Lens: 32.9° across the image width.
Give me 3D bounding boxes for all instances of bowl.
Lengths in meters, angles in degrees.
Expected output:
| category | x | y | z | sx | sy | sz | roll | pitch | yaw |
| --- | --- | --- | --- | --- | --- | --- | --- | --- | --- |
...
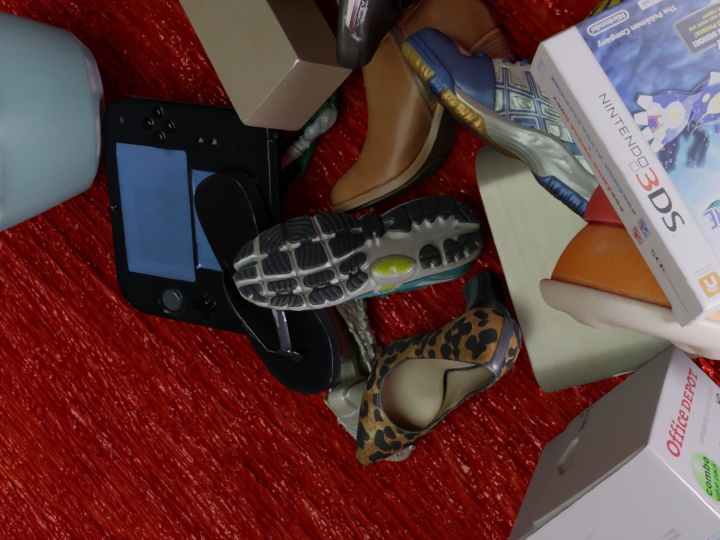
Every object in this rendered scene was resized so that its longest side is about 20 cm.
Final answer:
| category | x | y | z | sx | sy | sz | roll | pitch | yaw |
| --- | --- | --- | --- | --- | --- | --- | --- | --- | --- |
| bowl | -0.291 | -0.139 | 1.091 | 0.201 | 0.104 | 0.203 | 34 | 128 | 58 |

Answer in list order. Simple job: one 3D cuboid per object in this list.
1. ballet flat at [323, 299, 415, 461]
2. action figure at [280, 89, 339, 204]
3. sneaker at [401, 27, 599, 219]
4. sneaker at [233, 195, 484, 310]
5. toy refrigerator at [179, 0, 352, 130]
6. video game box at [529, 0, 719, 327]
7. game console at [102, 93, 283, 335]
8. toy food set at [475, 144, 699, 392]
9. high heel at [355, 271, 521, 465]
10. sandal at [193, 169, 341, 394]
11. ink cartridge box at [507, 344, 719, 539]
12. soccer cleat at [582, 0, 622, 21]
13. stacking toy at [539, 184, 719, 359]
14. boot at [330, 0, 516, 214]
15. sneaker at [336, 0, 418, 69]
| category | x | y | z | sx | sy | sz | roll | pitch | yaw |
| --- | --- | --- | --- | --- | --- | --- | --- | --- | --- |
| ballet flat | -0.016 | 0.080 | 1.048 | 0.071 | 0.072 | 0.201 | -17 | 96 | 33 |
| action figure | -0.080 | -0.113 | 1.034 | 0.118 | 0.055 | 0.200 | 50 | 121 | 4 |
| sneaker | 0.123 | -0.118 | 0.857 | 0.200 | 0.075 | 0.088 | 39 | 97 | 6 |
| sneaker | 0.000 | 0.000 | 0.960 | 0.198 | 0.080 | 0.078 | -8 | 66 | -4 |
| toy refrigerator | -0.089 | -0.214 | 0.971 | 0.076 | 0.070 | 0.201 | -43 | 63 | 32 |
| video game box | 0.229 | -0.093 | 0.711 | 0.199 | 0.047 | 0.183 | -28 | 79 | -8 |
| game console | -0.142 | -0.047 | 1.045 | 0.176 | 0.031 | 0.202 | 12 | 115 | 30 |
| toy food set | 0.181 | -0.016 | 0.915 | 0.142 | 0.060 | 0.202 | -15 | 98 | 21 |
| high heel | 0.050 | 0.100 | 0.947 | 0.071 | 0.143 | 0.201 | 32 | 108 | -10 |
| sandal | -0.085 | 0.017 | 1.000 | 0.076 | 0.043 | 0.201 | -26 | 95 | 34 |
| ink cartridge box | 0.232 | 0.191 | 0.866 | 0.200 | 0.147 | 0.146 | 43 | 123 | -2 |
| soccer cleat | 0.213 | -0.202 | 0.839 | 0.200 | 0.064 | 0.084 | -33 | 64 | 36 |
| stacking toy | 0.205 | -0.052 | 0.772 | 0.145 | 0.146 | 0.202 | 15 | 91 | 25 |
| boot | 0.021 | -0.148 | 0.955 | 0.200 | 0.074 | 0.155 | -37 | 85 | 23 |
| sneaker | 0.056 | -0.226 | 0.865 | 0.115 | 0.076 | 0.202 | 16 | 75 | 4 |
